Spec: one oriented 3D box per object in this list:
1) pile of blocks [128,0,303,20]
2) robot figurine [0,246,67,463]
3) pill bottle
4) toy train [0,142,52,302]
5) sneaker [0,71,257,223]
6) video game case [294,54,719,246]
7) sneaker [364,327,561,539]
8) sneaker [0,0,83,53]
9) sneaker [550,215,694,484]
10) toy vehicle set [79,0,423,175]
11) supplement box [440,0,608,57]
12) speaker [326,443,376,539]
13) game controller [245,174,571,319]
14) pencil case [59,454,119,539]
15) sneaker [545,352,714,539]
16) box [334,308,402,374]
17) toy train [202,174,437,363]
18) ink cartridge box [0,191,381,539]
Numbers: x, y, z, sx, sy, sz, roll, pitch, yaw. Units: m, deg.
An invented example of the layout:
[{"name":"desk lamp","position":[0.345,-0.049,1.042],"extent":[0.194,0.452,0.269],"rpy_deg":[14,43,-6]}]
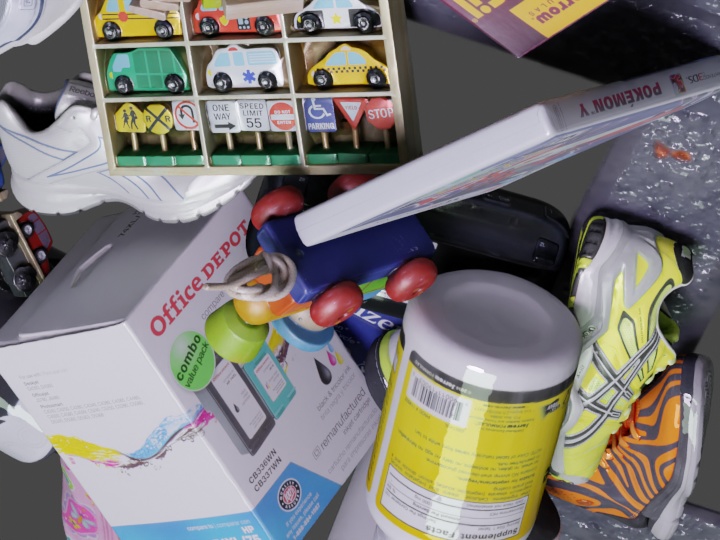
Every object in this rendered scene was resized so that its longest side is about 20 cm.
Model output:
[{"name":"pile of blocks","position":[-0.125,-0.195,1.520],"extent":[0.199,0.082,0.062],"rpy_deg":[11,138,6]},{"name":"robot figurine","position":[-0.250,0.054,1.872],"extent":[0.199,0.151,0.125],"rpy_deg":[31,170,-20]},{"name":"pill bottle","position":[0.065,0.109,1.688],"extent":[0.112,0.113,0.201],"rpy_deg":[15,122,3]},{"name":"toy train","position":[-0.226,-0.017,1.787],"extent":[0.034,0.046,0.201],"rpy_deg":[0,122,53]},{"name":"sneaker","position":[-0.146,-0.082,1.692],"extent":[0.199,0.075,0.087],"rpy_deg":[-3,134,24]},{"name":"video game case","position":[0.088,-0.068,1.546],"extent":[0.200,0.182,0.023],"rpy_deg":[-24,86,42]},{"name":"sneaker","position":[0.084,0.108,1.780],"extent":[0.083,0.072,0.200],"rpy_deg":[-29,113,29]},{"name":"sneaker","position":[-0.229,-0.151,1.632],"extent":[0.071,0.074,0.200],"rpy_deg":[-7,179,-36]},{"name":"sneaker","position":[0.162,0.060,1.718],"extent":[0.076,0.076,0.201],"rpy_deg":[10,128,2]},{"name":"toy vehicle set","position":[-0.066,-0.119,1.598],"extent":[0.199,0.027,0.125],"rpy_deg":[0,113,22]},{"name":"supplement box","position":[0.053,-0.216,1.415],"extent":[0.200,0.086,0.110],"rpy_deg":[34,141,-23]},{"name":"speaker","position":[0.021,0.182,1.863],"extent":[0.081,0.201,0.081],"rpy_deg":[16,147,10]},{"name":"game controller","position":[0.029,-0.017,1.700],"extent":[0.199,0.042,0.105],"rpy_deg":[15,129,-8]},{"name":"pencil case","position":[-0.186,0.167,2.027],"extent":[0.087,0.088,0.200],"rpy_deg":[12,145,6]},{"name":"sneaker","position":[0.173,0.116,1.816],"extent":[0.111,0.078,0.200],"rpy_deg":[13,144,4]},{"name":"box","position":[0.000,0.000,1.773],"extent":[0.121,0.033,0.200],"rpy_deg":[27,142,-14]},{"name":"toy train","position":[-0.056,0.014,1.594],"extent":[0.116,0.200,0.085],"rpy_deg":[-44,73,39]},{"name":"ink cartridge box","position":[-0.112,0.073,1.766],"extent":[0.146,0.147,0.200],"rpy_deg":[-10,122,44]}]
